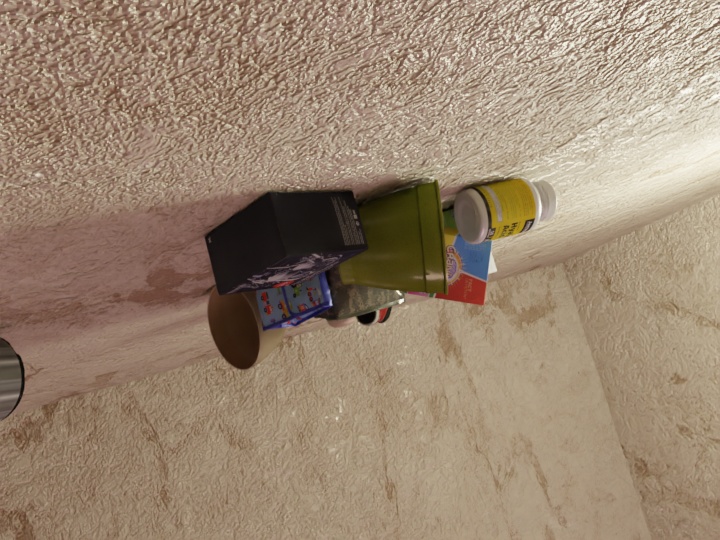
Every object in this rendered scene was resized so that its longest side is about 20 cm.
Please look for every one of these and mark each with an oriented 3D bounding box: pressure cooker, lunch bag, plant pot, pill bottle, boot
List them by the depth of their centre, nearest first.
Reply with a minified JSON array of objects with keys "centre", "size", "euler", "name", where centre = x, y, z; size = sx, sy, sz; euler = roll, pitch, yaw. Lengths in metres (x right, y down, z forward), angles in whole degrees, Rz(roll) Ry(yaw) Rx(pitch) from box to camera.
[{"centre":[0.053,-0.051,1.216],"size":[0.188,0.206,0.200],"euler":[-5,172,5],"name":"plant pot"},{"centre":[-0.749,0.206,1.246],"size":[0.175,0.180,0.200],"euler":[-38,168,9],"name":"pressure cooker"},{"centre":[-0.121,0.017,1.328],"size":[0.093,0.154,0.198],"euler":[-6,166,-42],"name":"lunch bag"},{"centre":[0.000,0.000,1.376],"size":[0.196,0.168,0.117],"euler":[-10,-175,-32],"name":"lunch bag"},{"centre":[0.300,-0.128,1.393],"size":[0.196,0.114,0.111],"euler":[-14,171,-21],"name":"pill bottle"},{"centre":[0.037,0.020,1.554],"size":[0.071,0.205,0.144],"euler":[4,-179,20],"name":"boot"},{"centre":[-0.244,0.112,1.577],"size":[0.133,0.204,0.199],"euler":[-17,175,-44],"name":"plant pot"}]

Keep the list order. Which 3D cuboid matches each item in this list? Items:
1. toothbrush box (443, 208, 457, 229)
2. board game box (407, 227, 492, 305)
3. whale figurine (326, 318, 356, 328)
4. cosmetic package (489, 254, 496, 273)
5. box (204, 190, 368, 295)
[{"centre":[0.238,-0.096,1.546],"size":[0.196,0.088,0.145],"euler":[-18,174,12],"name":"toothbrush box"},{"centre":[0.179,-0.015,1.464],"size":[0.195,0.156,0.040],"euler":[8,-154,12],"name":"board game box"},{"centre":[-0.035,0.075,1.915],"size":[0.157,0.105,0.200],"euler":[-19,-162,30],"name":"whale figurine"},{"centre":[0.250,-0.012,1.591],"size":[0.100,0.073,0.199],"euler":[-19,175,21],"name":"cosmetic package"},{"centre":[-0.123,-0.044,1.113],"size":[0.180,0.106,0.198],"euler":[-6,166,-45],"name":"box"}]
